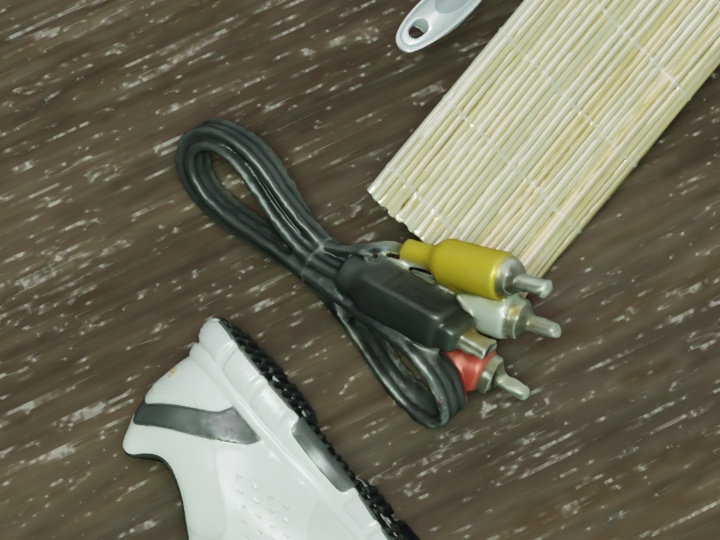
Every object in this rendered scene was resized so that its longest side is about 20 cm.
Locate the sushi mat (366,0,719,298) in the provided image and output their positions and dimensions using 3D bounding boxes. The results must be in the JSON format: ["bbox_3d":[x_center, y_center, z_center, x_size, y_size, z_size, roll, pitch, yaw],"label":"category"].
[{"bbox_3d":[0.098,-0.081,1.289,0.096,0.012,0.200,41,85,-15],"label":"sushi mat"}]

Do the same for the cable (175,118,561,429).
[{"bbox_3d":[0.000,0.000,1.279,0.200,0.097,0.050,32,44,24],"label":"cable"}]

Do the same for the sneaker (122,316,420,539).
[{"bbox_3d":[-0.027,0.119,1.242,0.080,0.074,0.200,-41,76,3],"label":"sneaker"}]

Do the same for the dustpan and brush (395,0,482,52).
[{"bbox_3d":[0.090,-0.163,1.315,0.200,0.057,0.140,-42,81,-11],"label":"dustpan and brush"}]
